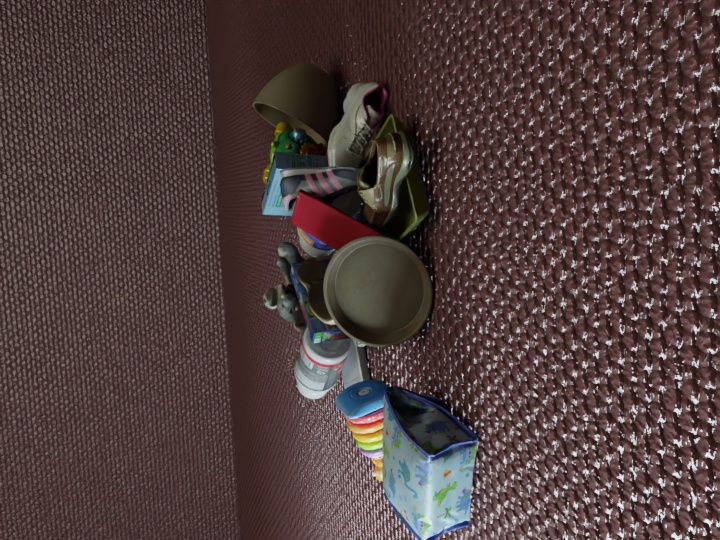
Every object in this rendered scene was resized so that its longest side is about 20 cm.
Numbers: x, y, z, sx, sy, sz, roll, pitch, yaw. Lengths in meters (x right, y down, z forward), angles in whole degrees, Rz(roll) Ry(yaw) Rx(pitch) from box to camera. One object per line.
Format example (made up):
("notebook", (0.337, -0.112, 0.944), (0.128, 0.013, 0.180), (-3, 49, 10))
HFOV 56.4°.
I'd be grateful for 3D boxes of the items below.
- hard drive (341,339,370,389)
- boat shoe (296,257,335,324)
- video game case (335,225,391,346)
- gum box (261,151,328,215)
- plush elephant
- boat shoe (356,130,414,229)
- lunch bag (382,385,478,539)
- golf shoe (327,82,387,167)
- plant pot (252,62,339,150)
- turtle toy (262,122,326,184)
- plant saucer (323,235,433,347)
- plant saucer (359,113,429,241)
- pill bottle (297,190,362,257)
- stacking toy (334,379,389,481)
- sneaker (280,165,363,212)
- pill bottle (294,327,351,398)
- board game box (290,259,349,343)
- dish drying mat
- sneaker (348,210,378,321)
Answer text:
("hard drive", (-0.017, 0.210, 1.523), (0.132, 0.026, 0.206), (136, 126, -64))
("boat shoe", (-0.072, 0.050, 1.366), (0.065, 0.071, 0.201), (55, 179, -38))
("video game case", (0.025, 0.025, 1.294), (0.142, 0.018, 0.205), (-30, 65, 37))
("gum box", (-0.098, -0.174, 1.409), (0.171, 0.194, 0.046), (123, 143, -57))
("plush elephant", (-0.155, 0.055, 1.658), (0.157, 0.162, 0.201), (-60, -10, -23))
("boat shoe", (0.028, -0.152, 1.128), (0.202, 0.072, 0.077), (109, 149, -47))
("lunch bag", (0.097, 0.310, 1.113), (0.199, 0.125, 0.175), (29, 123, 54))
("golf shoe", (-0.005, -0.264, 1.265), (0.091, 0.074, 0.205), (5, 77, 57))
("plant pot", (-0.124, -0.379, 1.496), (0.137, 0.197, 0.200), (-63, 23, -3))
("turtle toy", (-0.120, -0.232, 1.476), (0.099, 0.198, 0.150), (-4, 67, 42))
("plant saucer", (0.031, 0.035, 1.175), (0.030, 0.194, 0.206), (-58, -27, -68))
("plant saucer", (0.063, -0.141, 1.206), (0.200, 0.047, 0.205), (130, 131, -63))
("pill bottle", (-0.070, -0.106, 1.367), (0.201, 0.109, 0.115), (120, 140, -61))
("stacking toy", (0.029, 0.335, 1.362), (0.109, 0.113, 0.205), (-155, 48, -66))
("sneaker", (-0.055, -0.146, 1.226), (0.070, 0.195, 0.085), (1, -90, -68))
("pill bottle", (-0.093, 0.209, 1.537), (0.202, 0.108, 0.113), (111, 147, -49))
("board game box", (-0.068, 0.062, 1.477), (0.035, 0.132, 0.203), (107, 151, -44))
("dish drying mat", (-0.033, -0.069, 1.199), (0.018, 0.197, 0.078), (-48, -16, -55))
("sneaker", (-0.002, -0.008, 1.238), (0.066, 0.076, 0.206), (161, 104, -70))
